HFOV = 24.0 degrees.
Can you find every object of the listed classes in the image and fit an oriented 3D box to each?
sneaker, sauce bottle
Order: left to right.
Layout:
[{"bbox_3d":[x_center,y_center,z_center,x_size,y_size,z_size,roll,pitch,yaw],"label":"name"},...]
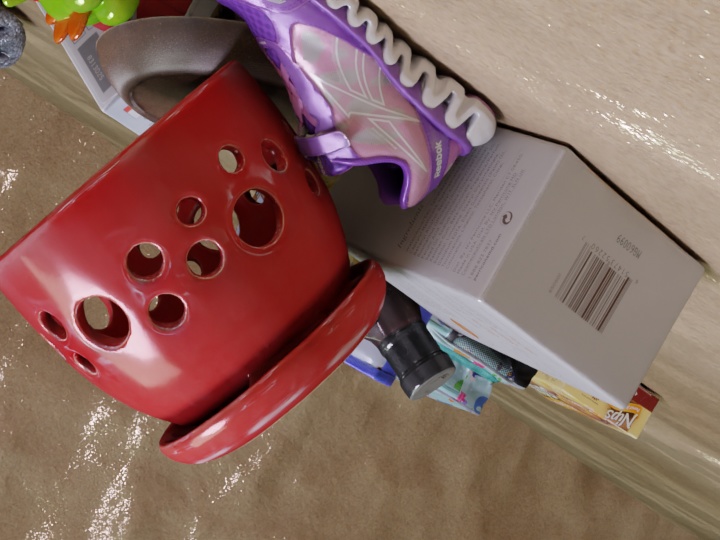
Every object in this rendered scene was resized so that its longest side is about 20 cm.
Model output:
[{"bbox_3d":[-0.151,-0.178,1.220,0.112,0.072,0.200,28,168,-1],"label":"sneaker"},{"bbox_3d":[-0.014,-0.105,0.981,0.199,0.089,0.080,36,175,-25],"label":"sneaker"},{"bbox_3d":[0.000,0.000,1.221,0.201,0.066,0.066,54,-178,16],"label":"sauce bottle"}]

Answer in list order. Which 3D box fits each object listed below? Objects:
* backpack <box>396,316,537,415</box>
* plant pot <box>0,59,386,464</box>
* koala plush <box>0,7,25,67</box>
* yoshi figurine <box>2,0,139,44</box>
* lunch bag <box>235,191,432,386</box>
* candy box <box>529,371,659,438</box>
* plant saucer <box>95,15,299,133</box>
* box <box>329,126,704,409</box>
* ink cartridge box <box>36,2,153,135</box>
[{"bbox_3d":[0.067,0.035,1.605,0.199,0.151,0.177,38,175,-18],"label":"backpack"},{"bbox_3d":[-0.096,0.002,1.029,0.183,0.200,0.200,50,173,-6],"label":"plant pot"},{"bbox_3d":[-0.509,-0.245,1.994,0.176,0.201,0.183,27,174,40],"label":"koala plush"},{"bbox_3d":[-0.160,-0.210,0.990,0.200,0.111,0.113,-131,29,-54],"label":"yoshi figurine"},{"bbox_3d":[-0.006,-0.019,1.326,0.123,0.171,0.199,29,180,-43],"label":"lunch bag"},{"bbox_3d":[0.230,0.117,1.881,0.115,0.056,0.200,34,176,-23],"label":"candy box"},{"bbox_3d":[-0.084,-0.120,1.148,0.197,0.033,0.200,8,166,2],"label":"plant saucer"},{"bbox_3d":[0.091,-0.016,1.092,0.152,0.107,0.199,35,174,-36],"label":"box"},{"bbox_3d":[-0.174,-0.162,1.387,0.163,0.050,0.200,56,-166,29],"label":"ink cartridge box"}]
